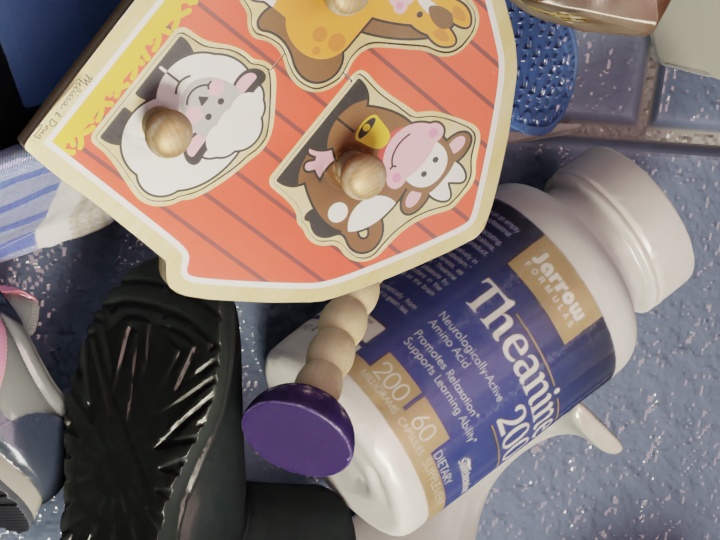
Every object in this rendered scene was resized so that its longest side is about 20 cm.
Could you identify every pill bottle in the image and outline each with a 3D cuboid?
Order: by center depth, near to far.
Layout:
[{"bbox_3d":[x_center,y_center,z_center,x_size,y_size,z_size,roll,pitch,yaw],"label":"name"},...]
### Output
[{"bbox_3d":[0.062,0.028,1.208,0.200,0.111,0.111,-36,118,-17],"label":"pill bottle"}]

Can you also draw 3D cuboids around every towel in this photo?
[{"bbox_3d":[-0.079,-0.050,1.085,0.200,0.147,0.024,-18,82,-19],"label":"towel"}]

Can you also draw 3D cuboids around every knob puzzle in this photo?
[{"bbox_3d":[-0.011,-0.065,1.024,0.219,0.030,0.220,-11,117,-22],"label":"knob puzzle"}]

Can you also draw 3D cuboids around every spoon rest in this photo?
[{"bbox_3d":[0.042,0.137,1.266,0.200,0.061,0.099,-44,119,2],"label":"spoon rest"}]

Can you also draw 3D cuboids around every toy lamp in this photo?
[{"bbox_3d":[0.000,0.000,1.137,0.058,0.058,0.200,51,44,-30],"label":"toy lamp"}]

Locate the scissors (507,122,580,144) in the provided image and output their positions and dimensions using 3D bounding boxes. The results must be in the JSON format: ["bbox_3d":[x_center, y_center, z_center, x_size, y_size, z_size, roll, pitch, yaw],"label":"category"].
[{"bbox_3d":[0.021,-0.068,1.216,0.200,0.014,0.073,-21,110,-22],"label":"scissors"}]

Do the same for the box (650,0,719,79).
[{"bbox_3d":[0.248,-0.181,1.252,0.200,0.128,0.109,-27,113,-22],"label":"box"}]

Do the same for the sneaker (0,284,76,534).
[{"bbox_3d":[-0.188,0.021,1.097,0.082,0.070,0.200,-52,126,-28],"label":"sneaker"}]

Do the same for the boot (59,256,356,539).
[{"bbox_3d":[-0.063,0.100,1.155,0.168,0.076,0.201,13,86,-60],"label":"boot"}]

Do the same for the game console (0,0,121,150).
[{"bbox_3d":[-0.111,-0.150,1.057,0.200,0.031,0.177,-18,88,-16],"label":"game console"}]

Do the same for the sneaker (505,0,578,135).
[{"bbox_3d":[0.031,-0.121,1.182,0.200,0.078,0.070,30,81,-54],"label":"sneaker"}]

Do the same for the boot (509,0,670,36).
[{"bbox_3d":[0.168,-0.169,1.111,0.200,0.186,0.064,-54,143,-20],"label":"boot"}]
